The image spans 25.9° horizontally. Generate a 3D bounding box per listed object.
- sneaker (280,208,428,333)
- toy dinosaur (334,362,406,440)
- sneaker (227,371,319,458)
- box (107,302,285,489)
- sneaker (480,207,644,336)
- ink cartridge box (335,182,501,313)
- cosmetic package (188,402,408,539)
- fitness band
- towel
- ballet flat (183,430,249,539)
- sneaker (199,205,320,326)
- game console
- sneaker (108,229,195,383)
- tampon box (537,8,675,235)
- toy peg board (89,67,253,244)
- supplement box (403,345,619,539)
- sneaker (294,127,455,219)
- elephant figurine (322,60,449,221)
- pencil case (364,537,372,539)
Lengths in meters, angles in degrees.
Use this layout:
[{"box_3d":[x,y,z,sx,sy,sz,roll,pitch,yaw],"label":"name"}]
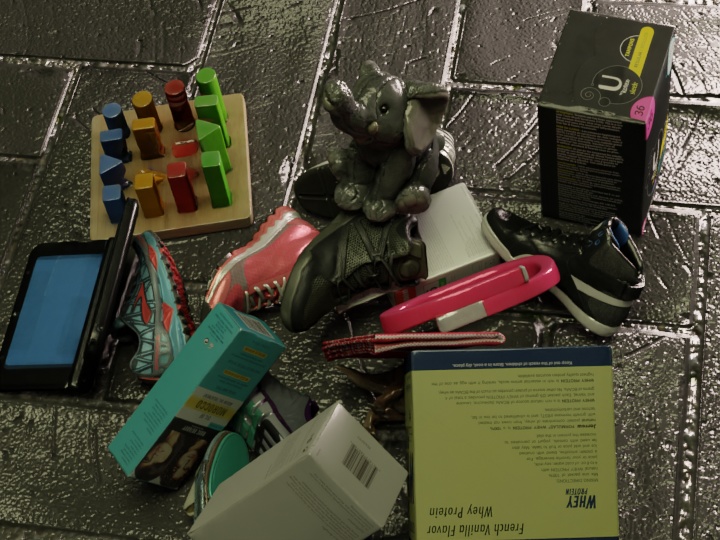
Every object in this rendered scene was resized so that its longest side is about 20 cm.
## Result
[{"box_3d":[0.000,0.000,1.716,0.113,0.077,0.200,25,57,29],"label":"sneaker"},{"box_3d":[0.077,0.128,1.675,0.198,0.086,0.136,18,57,28],"label":"toy dinosaur"},{"box_3d":[-0.100,0.144,1.710,0.087,0.075,0.200,-8,44,-35],"label":"sneaker"},{"box_3d":[-0.172,0.134,1.645,0.201,0.082,0.049,-53,53,9],"label":"box"},{"box_3d":[0.234,-0.032,1.730,0.200,0.113,0.073,41,33,17],"label":"sneaker"},{"box_3d":[0.051,-0.014,1.796,0.198,0.051,0.110,-21,56,-6],"label":"ink cartridge box"},{"box_3d":[-0.063,0.230,1.528,0.108,0.199,0.085,46,39,-11],"label":"cosmetic package"},{"box_3d":[0.116,0.027,1.668,0.198,0.144,0.038,-20,95,-7],"label":"fitness band"},{"box_3d":[0.051,0.079,1.625,0.143,0.200,0.023,-1,85,-17],"label":"towel"},{"box_3d":[-0.157,0.262,1.624,0.073,0.075,0.202,-3,52,5],"label":"ballet flat"},{"box_3d":[-0.106,0.007,1.781,0.086,0.074,0.200,29,55,17],"label":"sneaker"},{"box_3d":[-0.334,0.027,1.768,0.115,0.176,0.202,15,59,-9],"label":"game console"},{"box_3d":[-0.247,0.039,1.782,0.094,0.080,0.201,-20,52,-1],"label":"sneaker"},{"box_3d":[0.280,-0.167,1.780,0.125,0.201,0.151,12,57,16],"label":"tampon box"},{"box_3d":[-0.239,-0.148,1.901,0.196,0.098,0.202,-8,54,2],"label":"toy peg board"},{"box_3d":[0.144,0.180,1.534,0.197,0.134,0.203,-2,84,-1],"label":"supplement box"},{"box_3d":[0.023,-0.124,1.880,0.198,0.076,0.116,-10,26,16],"label":"sneaker"},{"box_3d":[0.029,-0.162,1.680,0.139,0.202,0.156,-4,44,-1],"label":"elephant figurine"},{"box_3d":[0.043,0.327,1.538,0.198,0.079,0.087,23,34,22],"label":"pencil case"}]
